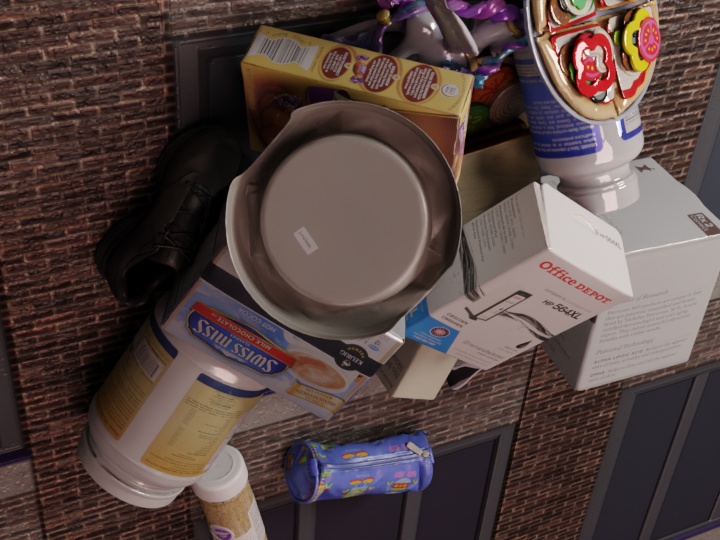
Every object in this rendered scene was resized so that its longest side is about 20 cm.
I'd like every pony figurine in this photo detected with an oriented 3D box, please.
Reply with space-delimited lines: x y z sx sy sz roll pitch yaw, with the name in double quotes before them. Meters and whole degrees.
"pony figurine" 0.062 -0.223 1.013 0.200 0.167 0.193 -27 139 23

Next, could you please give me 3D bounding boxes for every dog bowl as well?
"dog bowl" -0.012 -0.043 0.934 0.200 0.200 0.059 -45 177 10

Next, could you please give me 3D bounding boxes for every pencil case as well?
"pencil case" 0.005 0.250 1.405 0.200 0.078 0.087 0 155 -31

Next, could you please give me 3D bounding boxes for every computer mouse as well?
"computer mouse" 0.143 0.089 1.335 0.110 0.044 0.200 -54 -179 -32

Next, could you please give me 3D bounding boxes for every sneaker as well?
"sneaker" -0.173 -0.046 1.043 0.076 0.091 0.200 26 109 -33

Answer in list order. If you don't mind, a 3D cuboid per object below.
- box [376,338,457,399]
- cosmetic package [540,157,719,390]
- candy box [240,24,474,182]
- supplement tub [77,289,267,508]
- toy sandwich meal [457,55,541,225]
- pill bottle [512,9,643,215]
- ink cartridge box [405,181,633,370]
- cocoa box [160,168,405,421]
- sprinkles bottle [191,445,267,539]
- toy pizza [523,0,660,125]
"box" 0.087 0.052 1.291 0.068 0.082 0.200 8 120 -36
"cosmetic package" 0.296 0.001 1.283 0.165 0.165 0.200 -12 131 -20
"candy box" -0.003 -0.142 0.991 0.200 0.057 0.117 14 147 9
"supplement tub" -0.193 0.134 1.144 0.144 0.144 0.200 21 113 -41
"toy sandwich meal" 0.131 -0.130 1.171 0.205 0.070 0.205 -17 133 -19
"pill bottle" 0.226 -0.162 1.122 0.112 0.112 0.200 -20 107 -16
"ink cartridge box" 0.154 0.012 1.132 0.146 0.084 0.200 25 137 -37
"cocoa box" -0.072 0.026 1.078 0.200 0.133 0.131 32 119 -18
"sprinkles bottle" -0.158 0.300 1.358 0.068 0.068 0.200 -23 135 -13
"toy pizza" 0.226 -0.236 1.022 0.200 0.032 0.201 -1 92 -40
